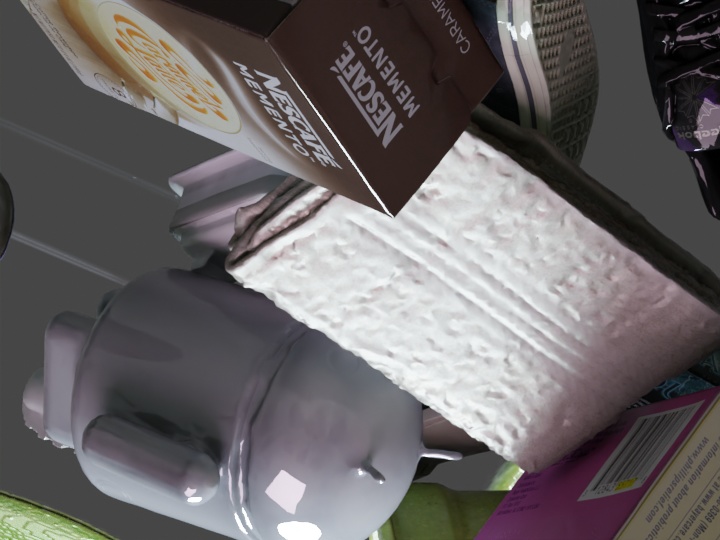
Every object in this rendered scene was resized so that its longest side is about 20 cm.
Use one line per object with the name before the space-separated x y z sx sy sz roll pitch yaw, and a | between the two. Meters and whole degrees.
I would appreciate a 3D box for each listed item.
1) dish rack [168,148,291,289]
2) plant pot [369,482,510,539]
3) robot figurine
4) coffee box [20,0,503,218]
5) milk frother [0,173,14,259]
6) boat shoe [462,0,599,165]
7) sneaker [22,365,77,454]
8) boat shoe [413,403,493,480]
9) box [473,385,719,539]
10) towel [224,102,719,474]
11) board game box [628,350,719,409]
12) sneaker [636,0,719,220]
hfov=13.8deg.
dish rack | 0.000 0.000 1.377 0.171 0.044 0.200 25 167 -16
plant pot | 0.106 0.185 1.482 0.183 0.201 0.201 -9 145 -3
robot figurine | -0.054 0.066 1.383 0.199 0.169 0.114 15 117 30
coffee box | -0.054 -0.111 1.191 0.200 0.080 0.114 24 159 43
milk frother | -0.292 -0.075 1.386 0.200 0.180 0.188 46 166 38
boat shoe | 0.061 -0.082 1.269 0.062 0.075 0.200 15 150 19
sneaker | -0.097 0.060 1.546 0.199 0.076 0.081 7 104 38
boat shoe | 0.038 0.060 1.485 0.072 0.063 0.200 11 156 -36
box | 0.168 0.158 1.317 0.200 0.097 0.176 43 160 -8
towel | 0.052 0.004 1.271 0.200 0.035 0.132 36 124 -28
board game box | 0.176 0.090 1.510 0.199 0.028 0.135 29 143 -19
sneaker | 0.146 -0.098 1.197 0.075 0.088 0.200 -3 142 26
